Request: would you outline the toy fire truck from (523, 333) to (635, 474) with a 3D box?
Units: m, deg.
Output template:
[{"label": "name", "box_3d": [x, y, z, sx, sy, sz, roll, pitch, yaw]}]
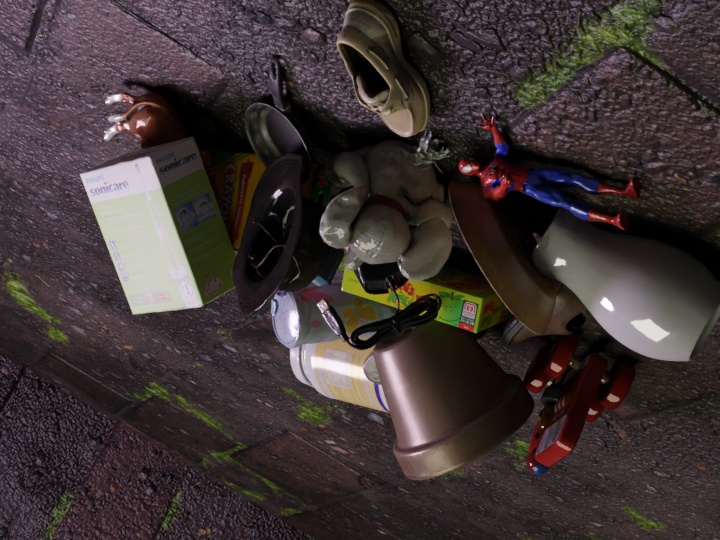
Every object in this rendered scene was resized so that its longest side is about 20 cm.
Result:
[{"label": "toy fire truck", "box_3d": [0.271, 0.187, 1.859, 0.112, 0.169, 0.200, 29, 158, -1]}]

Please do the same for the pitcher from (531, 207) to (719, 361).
[{"label": "pitcher", "box_3d": [0.303, 0.019, 1.555, 0.199, 0.122, 0.172, 31, -179, 20]}]

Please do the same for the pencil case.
[{"label": "pencil case", "box_3d": [-0.023, 0.055, 1.904, 0.199, 0.084, 0.091, -6, -170, -27]}]

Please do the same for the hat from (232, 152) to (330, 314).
[{"label": "hat", "box_3d": [-0.081, -0.036, 1.666, 0.081, 0.202, 0.200, 17, 163, -23]}]

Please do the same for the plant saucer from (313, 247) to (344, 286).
[{"label": "plant saucer", "box_3d": [-0.109, -0.054, 1.917, 0.200, 0.070, 0.019, 35, 150, -17]}]

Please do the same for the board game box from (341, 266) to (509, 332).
[{"label": "board game box", "box_3d": [0.087, 0.024, 1.814, 0.199, 0.048, 0.101, 17, -165, 26]}]

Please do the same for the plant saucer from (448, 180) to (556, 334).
[{"label": "plant saucer", "box_3d": [0.169, -0.024, 1.564, 0.035, 0.201, 0.200, -32, 127, 18]}]

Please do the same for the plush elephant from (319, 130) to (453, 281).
[{"label": "plush elephant", "box_3d": [0.027, -0.063, 1.619, 0.164, 0.155, 0.200, 31, 158, -8]}]

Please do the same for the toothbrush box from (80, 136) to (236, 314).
[{"label": "toothbrush box", "box_3d": [-0.254, -0.055, 1.784, 0.145, 0.086, 0.201, -9, 107, 42]}]

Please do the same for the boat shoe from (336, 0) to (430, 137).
[{"label": "boat shoe", "box_3d": [0.020, -0.198, 1.457, 0.072, 0.065, 0.200, 17, 155, 26]}]

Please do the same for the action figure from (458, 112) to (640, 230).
[{"label": "action figure", "box_3d": [0.186, -0.104, 1.468, 0.199, 0.066, 0.099, 14, 161, 29]}]

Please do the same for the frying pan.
[{"label": "frying pan", "box_3d": [-0.105, -0.187, 1.672, 0.115, 0.031, 0.191, 21, 138, 42]}]

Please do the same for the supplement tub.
[{"label": "supplement tub", "box_3d": [0.009, 0.129, 2.075, 0.199, 0.146, 0.146, 10, 152, 37]}]

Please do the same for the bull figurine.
[{"label": "bull figurine", "box_3d": [-0.264, -0.164, 1.852, 0.121, 0.065, 0.200, 5, 144, 23]}]

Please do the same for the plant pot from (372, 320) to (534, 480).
[{"label": "plant pot", "box_3d": [0.103, 0.152, 1.841, 0.175, 0.200, 0.200, 59, 151, -8]}]

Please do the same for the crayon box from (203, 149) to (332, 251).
[{"label": "crayon box", "box_3d": [-0.128, -0.086, 1.790, 0.199, 0.128, 0.051, 7, 177, 40]}]

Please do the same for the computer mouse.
[{"label": "computer mouse", "box_3d": [0.000, 0.000, 1.756, 0.201, 0.140, 0.046, 61, 178, 2]}]

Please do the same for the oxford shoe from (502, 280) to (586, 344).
[{"label": "oxford shoe", "box_3d": [0.236, 0.060, 1.756, 0.084, 0.073, 0.200, 28, 158, -4]}]

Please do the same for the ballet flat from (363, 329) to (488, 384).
[{"label": "ballet flat", "box_3d": [0.092, 0.099, 1.930, 0.199, 0.046, 0.067, -30, 115, 20]}]
